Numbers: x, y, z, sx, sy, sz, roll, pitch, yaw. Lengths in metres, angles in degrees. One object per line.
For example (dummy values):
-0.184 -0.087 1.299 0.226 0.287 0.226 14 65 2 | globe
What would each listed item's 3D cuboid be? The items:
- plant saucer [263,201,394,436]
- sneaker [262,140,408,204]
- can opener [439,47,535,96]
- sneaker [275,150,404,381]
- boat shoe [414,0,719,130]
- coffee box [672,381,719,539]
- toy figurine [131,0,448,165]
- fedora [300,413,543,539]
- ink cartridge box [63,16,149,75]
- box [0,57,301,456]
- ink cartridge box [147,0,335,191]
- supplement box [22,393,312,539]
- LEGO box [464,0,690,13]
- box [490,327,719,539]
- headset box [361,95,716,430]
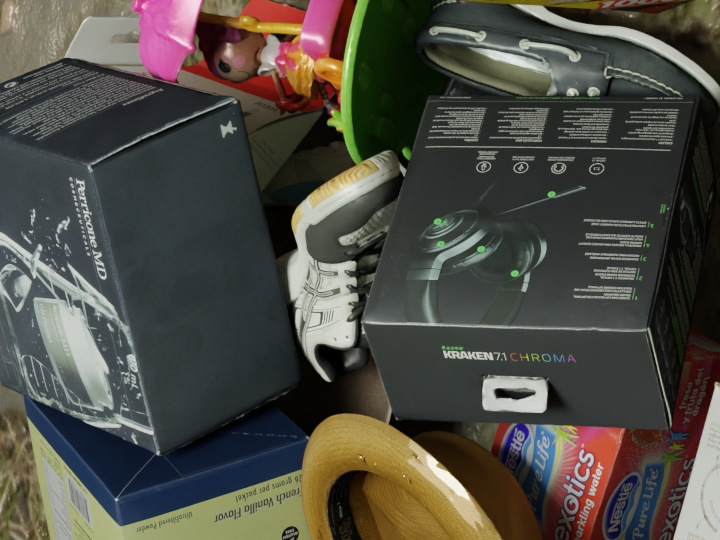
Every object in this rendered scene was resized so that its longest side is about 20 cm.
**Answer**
-0.035 0.052 1.776 0.200 0.037 0.202 9 103 45 | plant saucer
-0.001 -0.058 1.803 0.199 0.076 0.081 19 95 33 | sneaker
0.072 -0.053 1.707 0.078 0.063 0.201 24 96 12 | can opener
0.000 0.000 1.639 0.088 0.075 0.200 57 155 16 | sneaker
0.128 -0.119 1.628 0.199 0.060 0.076 22 152 26 | boat shoe
0.243 0.168 1.526 0.080 0.114 0.201 28 112 43 | coffee box
-0.052 -0.147 1.698 0.183 0.200 0.151 13 79 20 | toy figurine
0.052 0.162 1.594 0.200 0.082 0.201 31 138 34 | fedora
-0.185 -0.090 1.965 0.067 0.117 0.201 50 126 32 | ink cartridge box
-0.156 -0.014 1.683 0.196 0.124 0.201 16 125 49 | box
-0.101 -0.115 1.834 0.161 0.050 0.200 22 72 49 | ink cartridge box
-0.116 0.183 1.735 0.200 0.134 0.201 -143 41 -60 | supplement box
0.155 -0.208 1.537 0.149 0.199 0.078 -16 80 47 | LEGO box
0.145 0.124 1.641 0.100 0.095 0.201 33 116 41 | box
0.109 -0.003 1.557 0.173 0.093 0.201 0 48 18 | headset box
